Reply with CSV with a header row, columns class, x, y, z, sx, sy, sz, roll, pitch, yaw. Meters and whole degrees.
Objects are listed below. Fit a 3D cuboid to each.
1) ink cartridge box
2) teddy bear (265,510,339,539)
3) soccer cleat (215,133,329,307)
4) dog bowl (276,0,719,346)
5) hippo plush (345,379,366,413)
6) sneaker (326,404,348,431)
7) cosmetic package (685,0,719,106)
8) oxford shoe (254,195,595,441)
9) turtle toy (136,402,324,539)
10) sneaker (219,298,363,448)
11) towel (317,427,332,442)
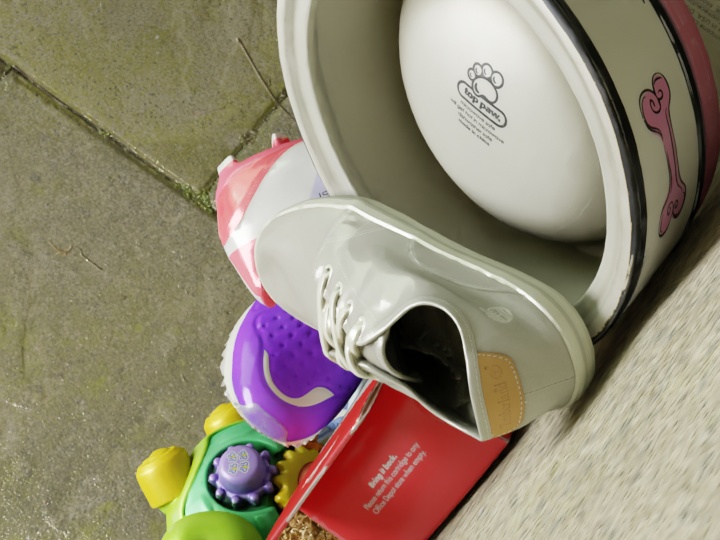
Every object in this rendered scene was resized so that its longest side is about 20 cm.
class,x,y,z,sx,sy,sz,roll,pitch,yaw
ink cartridge box,0.036,0.065,0.725,0.116,0.067,0.200,-57,-2,39
teddy bear,-0.021,0.161,0.819,0.200,0.067,0.145,-49,-4,-33
soccer cleat,0.020,-0.054,0.708,0.199,0.077,0.067,-26,-27,12
dog bowl,0.056,-0.068,0.588,0.074,0.200,0.200,-32,-13,-28
hippo plush,0.052,-0.031,0.933,0.161,0.160,0.200,-43,-13,34
sneaker,0.024,0.087,1.014,0.088,0.075,0.200,-55,0,-3
cosmetic package,0.133,-0.081,0.693,0.200,0.071,0.105,-56,-2,36
oxford shoe,0.009,0.017,0.608,0.058,0.200,0.075,-30,-59,-28
turtle toy,-0.068,0.163,0.936,0.101,0.146,0.200,-27,3,35
sneaker,0.000,0.000,0.759,0.100,0.069,0.200,-50,4,46
towel,0.035,0.063,1.142,0.200,0.024,0.147,-28,-20,-37
